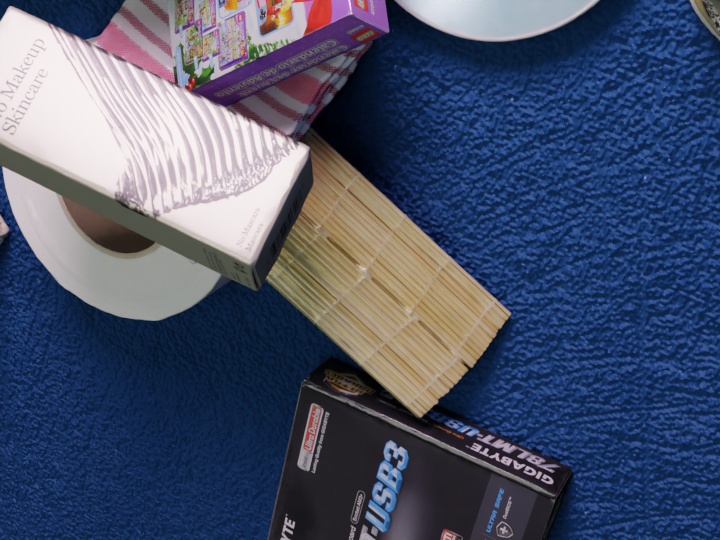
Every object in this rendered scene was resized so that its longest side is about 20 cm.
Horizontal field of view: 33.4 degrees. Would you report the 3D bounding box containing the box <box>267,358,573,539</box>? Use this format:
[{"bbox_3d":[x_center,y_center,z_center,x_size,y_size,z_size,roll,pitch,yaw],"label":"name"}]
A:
[{"bbox_3d":[0.032,0.192,0.879,0.197,0.050,0.202,23,117,16],"label":"box"}]

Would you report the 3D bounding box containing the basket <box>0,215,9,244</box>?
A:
[{"bbox_3d":[-0.391,-0.019,0.926,0.123,0.200,0.136,-41,89,26],"label":"basket"}]

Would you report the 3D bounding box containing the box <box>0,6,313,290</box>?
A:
[{"bbox_3d":[-0.131,-0.070,0.705,0.199,0.068,0.083,24,78,4],"label":"box"}]

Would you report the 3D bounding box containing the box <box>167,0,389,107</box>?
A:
[{"bbox_3d":[-0.059,-0.213,0.716,0.136,0.039,0.202,-17,73,35],"label":"box"}]

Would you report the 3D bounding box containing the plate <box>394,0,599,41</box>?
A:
[{"bbox_3d":[0.079,-0.236,0.701,0.198,0.026,0.202,9,112,24],"label":"plate"}]

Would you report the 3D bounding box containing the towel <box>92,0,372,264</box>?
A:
[{"bbox_3d":[-0.101,-0.124,0.762,0.146,0.030,0.201,36,79,7],"label":"towel"}]

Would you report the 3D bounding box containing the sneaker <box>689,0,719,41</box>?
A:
[{"bbox_3d":[0.243,-0.101,0.632,0.200,0.089,0.077,43,122,5],"label":"sneaker"}]

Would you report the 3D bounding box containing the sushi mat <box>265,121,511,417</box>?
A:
[{"bbox_3d":[0.000,0.000,0.796,0.200,0.012,0.096,42,93,-8],"label":"sushi mat"}]

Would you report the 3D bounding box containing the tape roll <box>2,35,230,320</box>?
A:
[{"bbox_3d":[-0.157,-0.070,0.858,0.201,0.071,0.204,10,113,24],"label":"tape roll"}]
